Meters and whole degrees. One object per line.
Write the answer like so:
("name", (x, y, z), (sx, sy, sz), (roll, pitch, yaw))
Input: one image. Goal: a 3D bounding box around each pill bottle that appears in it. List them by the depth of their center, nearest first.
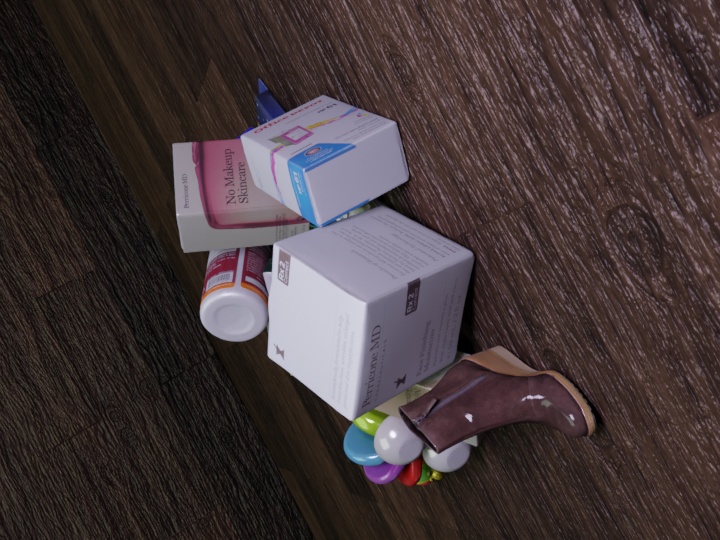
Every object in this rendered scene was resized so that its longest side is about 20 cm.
("pill bottle", (-0.203, 0.009, 1.368), (0.202, 0.110, 0.114), (-91, -7, -47))

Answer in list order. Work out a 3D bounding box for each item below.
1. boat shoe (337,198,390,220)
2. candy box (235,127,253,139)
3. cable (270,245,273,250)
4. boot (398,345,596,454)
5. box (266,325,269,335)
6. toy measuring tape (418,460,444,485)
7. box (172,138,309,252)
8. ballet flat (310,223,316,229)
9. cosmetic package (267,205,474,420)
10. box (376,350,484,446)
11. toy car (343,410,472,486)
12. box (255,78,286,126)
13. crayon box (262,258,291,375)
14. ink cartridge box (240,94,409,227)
("boat shoe", (-0.009, -0.081, 1.163), (0.201, 0.061, 0.073), (52, 137, 28))
("candy box", (-0.178, -0.149, 1.433), (0.171, 0.076, 0.200), (56, 170, -9))
("cable", (-0.129, 0.014, 1.432), (0.051, 0.196, 0.167), (31, -121, -63))
("boot", (0.156, 0.173, 0.955), (0.199, 0.165, 0.073), (32, 146, 54))
("box", (-0.068, 0.114, 1.457), (0.197, 0.069, 0.083), (18, 143, 21))
("toy measuring tape", (0.088, 0.339, 1.490), (0.199, 0.073, 0.075), (20, 135, 62))
("box", (-0.177, -0.116, 1.226), (0.110, 0.195, 0.130), (103, 159, -62))
("ballet flat", (-0.108, -0.080, 1.313), (0.197, 0.068, 0.063), (23, 147, 6))
("cosmetic package", (0.010, 0.043, 1.012), (0.164, 0.198, 0.168), (30, 127, 35))
("box", (0.084, 0.154, 1.121), (0.196, 0.078, 0.096), (15, 137, 25))
("toy car", (0.058, 0.253, 1.241), (0.152, 0.197, 0.175), (-65, 33, 15))
("box", (-0.127, -0.211, 1.361), (0.201, 0.032, 0.122), (53, 159, 26))
("crayon box", (-0.075, 0.073, 1.346), (0.052, 0.123, 0.204), (-71, -26, -59))
("ink cartridge box", (-0.052, -0.151, 1.079), (0.199, 0.143, 0.086), (32, 146, 53))
